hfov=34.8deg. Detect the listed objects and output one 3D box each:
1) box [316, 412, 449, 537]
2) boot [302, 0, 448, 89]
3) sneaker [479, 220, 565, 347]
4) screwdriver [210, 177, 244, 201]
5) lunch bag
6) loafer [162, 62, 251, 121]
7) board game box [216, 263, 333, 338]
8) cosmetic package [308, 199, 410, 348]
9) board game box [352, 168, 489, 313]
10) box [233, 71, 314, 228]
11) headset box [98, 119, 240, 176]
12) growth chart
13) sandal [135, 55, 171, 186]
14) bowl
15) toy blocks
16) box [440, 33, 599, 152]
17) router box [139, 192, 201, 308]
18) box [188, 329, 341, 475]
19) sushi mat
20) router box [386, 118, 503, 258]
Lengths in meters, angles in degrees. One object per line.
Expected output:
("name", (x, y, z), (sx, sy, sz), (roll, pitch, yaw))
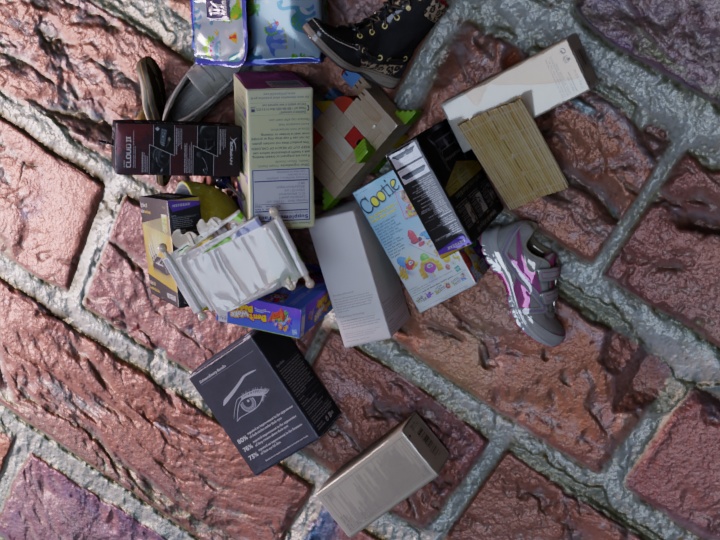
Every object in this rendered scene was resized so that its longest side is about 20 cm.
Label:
("box", (0.034, 0.326, 1.830), (0.199, 0.078, 0.095), (-39, 91, 25))
("boot", (0.025, -0.344, 1.592), (0.151, 0.199, 0.073), (-49, 50, 20))
("sneaker", (0.253, 0.016, 1.664), (0.088, 0.081, 0.202), (-26, 97, 26))
("screwdriver", (-0.195, -0.124, 1.739), (0.028, 0.200, 0.029), (-44, 119, -3))
("lunch bag", (-0.148, -0.383, 1.650), (0.197, 0.128, 0.172), (0, 106, 7))
("loafer", (-0.230, -0.289, 1.753), (0.070, 0.070, 0.200), (44, 115, 3))
("board game box", (-0.115, 0.037, 1.738), (0.133, 0.200, 0.045), (11, 109, 17))
("cosmetic package", (0.000, 0.000, 1.737), (0.084, 0.108, 0.202), (-14, 99, 24))
("board game box", (0.092, -0.060, 1.687), (0.104, 0.103, 0.201), (-27, 96, 25))
("box", (-0.127, -0.179, 1.680), (0.095, 0.176, 0.203), (-3, 107, -12))
("headset box", (-0.284, -0.181, 1.692), (0.197, 0.149, 0.078), (1, 99, -14))
("growth chart", (-0.179, -0.012, 1.623), (0.198, 0.018, 0.146), (-19, 101, 14))
("sandal", (-0.330, -0.232, 1.801), (0.053, 0.080, 0.203), (-9, 97, 10))
("bowl", (-0.217, -0.044, 1.789), (0.106, 0.200, 0.203), (-9, 107, -21))
("toy blocks", (-0.024, -0.210, 1.701), (0.137, 0.100, 0.200), (49, 116, 13))
("box", (0.220, -0.245, 1.592), (0.198, 0.095, 0.078), (-25, 96, 23))
("router box", (-0.284, -0.035, 1.746), (0.052, 0.200, 0.159), (-8, 98, -21))
("box", (-0.153, 0.201, 1.854), (0.147, 0.104, 0.201), (-32, 93, 25))
("sushi mat", (0.214, -0.160, 1.594), (0.095, 0.012, 0.200), (-18, 139, 20))
("router box", (0.121, -0.121, 1.597), (0.052, 0.200, 0.158), (-27, 95, 25))
